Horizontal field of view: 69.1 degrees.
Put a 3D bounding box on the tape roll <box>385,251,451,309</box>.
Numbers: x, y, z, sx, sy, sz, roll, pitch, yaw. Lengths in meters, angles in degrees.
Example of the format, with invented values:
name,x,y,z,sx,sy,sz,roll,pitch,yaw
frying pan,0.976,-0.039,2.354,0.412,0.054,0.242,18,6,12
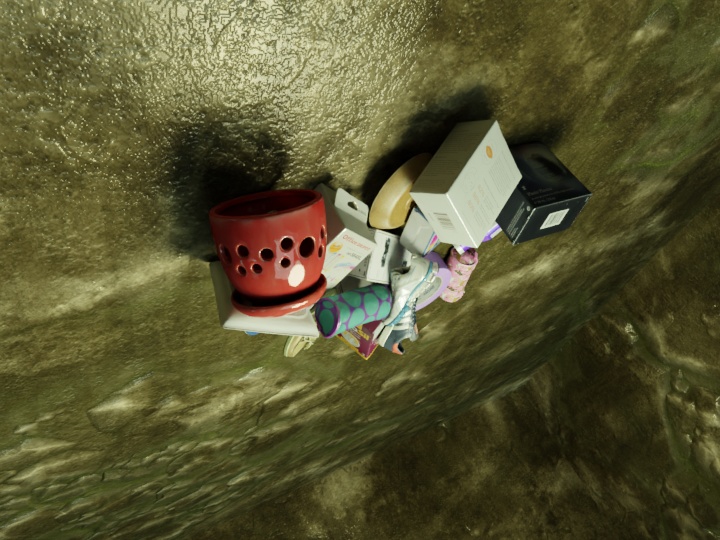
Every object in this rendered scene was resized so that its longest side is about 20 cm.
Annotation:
name,x,y,z,sx,sy,sz,roll,pitch,yaw
tape roll,0.165,0.038,1.515,0.196,0.066,0.202,-24,151,-14

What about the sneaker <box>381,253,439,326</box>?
name,x,y,z,sx,sy,sz,roll,pitch,yaw
sneaker,0.096,0.041,1.225,0.202,0.085,0.075,-56,-173,23

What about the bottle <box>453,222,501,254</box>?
name,x,y,z,sx,sy,sz,roll,pitch,yaw
bottle,0.334,-0.125,1.410,0.199,0.084,0.065,-41,150,14

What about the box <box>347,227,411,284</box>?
name,x,y,z,sx,sy,sz,roll,pitch,yaw
box,0.057,-0.030,1.247,0.198,0.059,0.120,8,93,-55

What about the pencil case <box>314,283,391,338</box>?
name,x,y,z,sx,sy,sz,roll,pitch,yaw
pencil case,-0.015,0.085,1.161,0.092,0.087,0.197,-31,168,40

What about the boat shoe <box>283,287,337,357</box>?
name,x,y,z,sx,sy,sz,roll,pitch,yaw
boat shoe,-0.102,0.127,1.215,0.201,0.062,0.074,-48,166,-29

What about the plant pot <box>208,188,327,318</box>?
name,x,y,z,sx,sy,sz,roll,pitch,yaw
plant pot,-0.147,-0.031,0.907,0.196,0.199,0.188,-17,111,-23

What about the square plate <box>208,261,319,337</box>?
name,x,y,z,sx,sy,sz,roll,pitch,yaw
square plate,-0.188,0.048,1.022,0.193,0.201,0.029,11,120,-30

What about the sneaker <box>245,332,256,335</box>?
name,x,y,z,sx,sy,sz,roll,pitch,yaw
sneaker,-0.204,0.115,1.229,0.076,0.113,0.200,11,131,-50

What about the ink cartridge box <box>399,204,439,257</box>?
name,x,y,z,sx,sy,sz,roll,pitch,yaw
ink cartridge box,0.190,-0.135,1.214,0.200,0.076,0.137,-43,166,-30

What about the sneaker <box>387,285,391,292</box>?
name,x,y,z,sx,sy,sz,roll,pitch,yaw
sneaker,0.121,0.026,1.384,0.074,0.080,0.205,-30,139,-66

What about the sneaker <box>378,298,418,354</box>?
name,x,y,z,sx,sy,sz,roll,pitch,yaw
sneaker,0.123,0.124,1.328,0.204,0.083,0.075,-64,167,24

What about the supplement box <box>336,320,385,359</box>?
name,x,y,z,sx,sy,sz,roll,pitch,yaw
supplement box,0.005,0.131,1.388,0.104,0.130,0.202,-47,164,-25

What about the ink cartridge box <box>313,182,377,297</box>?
name,x,y,z,sx,sy,sz,roll,pitch,yaw
ink cartridge box,-0.072,-0.065,1.070,0.199,0.127,0.127,-42,149,19

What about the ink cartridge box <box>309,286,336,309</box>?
name,x,y,z,sx,sy,sz,roll,pitch,yaw
ink cartridge box,-0.098,0.047,1.292,0.107,0.051,0.202,-6,143,-39

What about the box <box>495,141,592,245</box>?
name,x,y,z,sx,sy,sz,roll,pitch,yaw
box,0.402,-0.193,1.254,0.195,0.201,0.125,-15,146,-27

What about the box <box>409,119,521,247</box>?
name,x,y,z,sx,sy,sz,roll,pitch,yaw
box,0.217,-0.177,1.065,0.202,0.105,0.153,-53,126,-19

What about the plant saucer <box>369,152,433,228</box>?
name,x,y,z,sx,sy,sz,roll,pitch,yaw
plant saucer,0.102,-0.160,1.135,0.199,0.035,0.202,-39,160,-17

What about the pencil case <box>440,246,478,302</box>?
name,x,y,z,sx,sy,sz,roll,pitch,yaw
pencil case,0.290,0.009,1.573,0.085,0.084,0.202,-20,148,-20

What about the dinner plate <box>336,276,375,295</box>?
name,x,y,z,sx,sy,sz,roll,pitch,yaw
dinner plate,0.000,0.000,1.246,0.198,0.024,0.207,-21,116,-51
